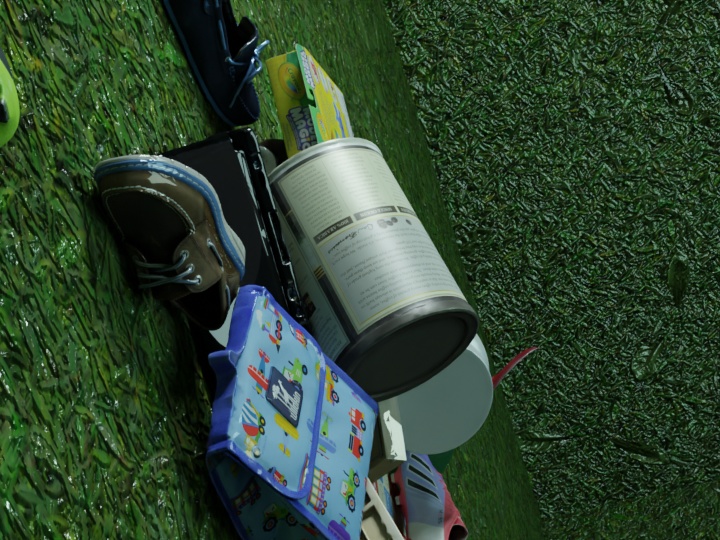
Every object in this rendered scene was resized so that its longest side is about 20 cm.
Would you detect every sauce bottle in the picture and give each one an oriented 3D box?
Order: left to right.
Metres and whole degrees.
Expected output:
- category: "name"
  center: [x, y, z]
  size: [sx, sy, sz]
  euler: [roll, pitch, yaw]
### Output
- category: "sauce bottle"
  center: [-0.086, -0.105, 1.382]
  size: [0.200, 0.064, 0.065]
  euler: [-12, 87, -79]

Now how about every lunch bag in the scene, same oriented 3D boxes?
- category: "lunch bag"
  center: [-0.070, 0.120, 1.033]
  size: [0.201, 0.093, 0.152]
  euler: [58, 31, -44]

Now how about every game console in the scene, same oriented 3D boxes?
- category: "game console"
  center: [-0.125, -0.013, 1.152]
  size: [0.176, 0.115, 0.202]
  euler: [6, -67, 68]

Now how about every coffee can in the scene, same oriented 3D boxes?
- category: "coffee can"
  center: [0.000, 0.000, 1.217]
  size: [0.201, 0.146, 0.146]
  euler: [61, 3, 26]

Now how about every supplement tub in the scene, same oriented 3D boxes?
- category: "supplement tub"
  center: [0.052, 0.091, 1.388]
  size: [0.200, 0.144, 0.146]
  euler: [-123, -167, -65]

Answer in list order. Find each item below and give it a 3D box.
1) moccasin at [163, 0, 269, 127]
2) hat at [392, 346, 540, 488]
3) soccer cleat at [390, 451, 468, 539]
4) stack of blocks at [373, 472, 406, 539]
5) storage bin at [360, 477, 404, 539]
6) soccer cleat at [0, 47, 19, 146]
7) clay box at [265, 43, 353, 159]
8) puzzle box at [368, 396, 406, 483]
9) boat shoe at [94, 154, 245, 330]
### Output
- category: "moccasin"
  center: [-0.129, -0.215, 1.271]
  size: [0.201, 0.068, 0.081]
  euler: [64, 15, -52]
- category: "hat"
  center: [0.105, 0.199, 1.538]
  size: [0.165, 0.175, 0.202]
  euler: [1, 83, -58]
- category: "soccer cleat"
  center: [0.077, 0.258, 1.388]
  size: [0.201, 0.076, 0.067]
  euler: [-90, 163, -55]
- category: "stack of blocks"
  center: [0.008, 0.250, 1.411]
  size: [0.200, 0.058, 0.116]
  euler: [61, 17, -56]
- category: "storage bin"
  center: [0.017, 0.302, 1.121]
  size: [0.199, 0.093, 0.201]
  euler: [56, -11, 47]
- category: "soccer cleat"
  center: [-0.229, -0.153, 0.662]
  size: [0.081, 0.067, 0.201]
  euler: [-124, -165, -63]
- category: "clay box"
  center: [-0.046, -0.147, 1.341]
  size: [0.200, 0.047, 0.116]
  euler: [31, 44, -75]
- category: "puzzle box"
  center: [-0.015, 0.119, 1.305]
  size: [0.025, 0.133, 0.202]
  euler: [11, 55, -33]
- category: "boat shoe"
  center: [-0.132, -0.016, 0.962]
  size: [0.200, 0.072, 0.073]
  euler: [50, 35, -59]
